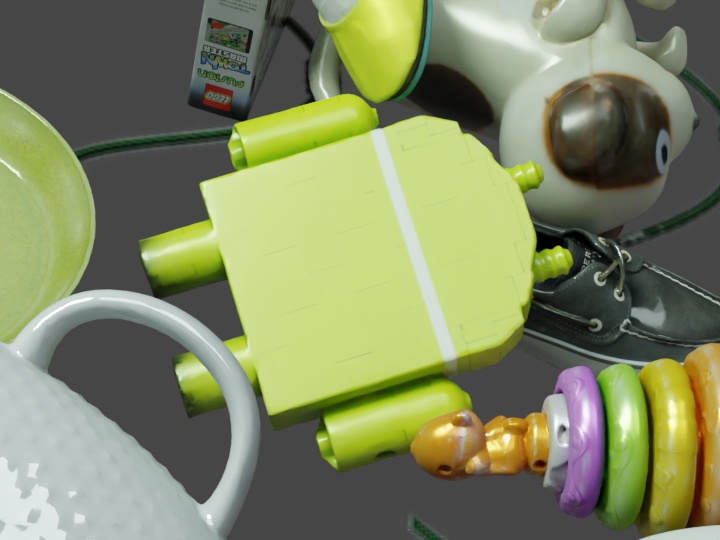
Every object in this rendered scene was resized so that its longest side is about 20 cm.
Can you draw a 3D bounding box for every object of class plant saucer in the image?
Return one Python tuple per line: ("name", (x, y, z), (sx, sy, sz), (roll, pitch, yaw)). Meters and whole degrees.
("plant saucer", (-0.225, -0.021, 1.108), (0.199, 0.031, 0.200), (8, 46, -8))

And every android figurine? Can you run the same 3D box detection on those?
("android figurine", (0.000, 0.000, 1.128), (0.199, 0.041, 0.183), (-18, 72, -5))

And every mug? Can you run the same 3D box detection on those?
("mug", (-0.124, 0.102, 0.957), (0.175, 0.148, 0.200), (34, 83, 4))

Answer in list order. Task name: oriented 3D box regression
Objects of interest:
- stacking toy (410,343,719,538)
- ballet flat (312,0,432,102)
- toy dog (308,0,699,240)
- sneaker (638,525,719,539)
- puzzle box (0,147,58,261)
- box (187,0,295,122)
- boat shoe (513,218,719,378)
("stacking toy", (0.122, 0.083, 1.093), (0.199, 0.116, 0.110), (2, 50, -5))
("ballet flat", (-0.004, -0.172, 1.200), (0.067, 0.067, 0.201), (23, 50, -27))
("toy dog", (0.090, -0.109, 1.235), (0.193, 0.140, 0.200), (-27, 59, -23))
("sneaker", (0.204, 0.183, 1.039), (0.199, 0.073, 0.112), (10, 45, -7))
("puzzle box", (-0.253, -0.020, 1.139), (0.200, 0.025, 0.133), (-30, 61, -34))
("box", (-0.045, -0.187, 1.288), (0.035, 0.110, 0.200), (17, 46, 2))
("boat shoe", (0.103, 0.008, 1.184), (0.199, 0.057, 0.069), (14, 46, -1))
